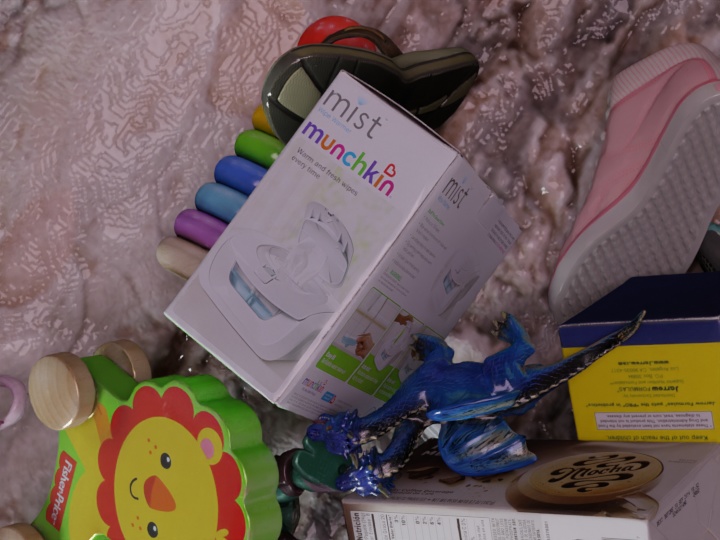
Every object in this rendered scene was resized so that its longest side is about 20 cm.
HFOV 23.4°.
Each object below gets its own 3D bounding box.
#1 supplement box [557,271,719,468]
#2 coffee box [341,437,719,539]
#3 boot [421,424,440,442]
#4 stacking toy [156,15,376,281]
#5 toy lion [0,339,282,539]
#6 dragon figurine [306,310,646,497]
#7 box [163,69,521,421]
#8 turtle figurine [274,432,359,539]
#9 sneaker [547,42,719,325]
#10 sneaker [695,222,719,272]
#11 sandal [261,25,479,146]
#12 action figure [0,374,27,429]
[{"bbox_3d":[0.207,0.111,1.062,0.109,0.109,0.202,-4,104,35],"label":"supplement box"},{"bbox_3d":[0.103,0.153,1.008,0.198,0.113,0.081,-2,104,35],"label":"coffee box"},{"bbox_3d":[0.083,0.176,1.128,0.096,0.074,0.200,-44,83,8],"label":"boot"},{"bbox_3d":[-0.053,-0.076,1.131,0.085,0.085,0.201,27,85,1],"label":"stacking toy"},{"bbox_3d":[-0.129,0.147,1.043,0.191,0.068,0.202,34,117,34],"label":"toy lion"},{"bbox_3d":[0.070,0.079,1.001,0.198,0.100,0.059,-8,125,17],"label":"dragon figurine"},{"bbox_3d":[0.000,0.000,1.057,0.096,0.200,0.177,36,91,20],"label":"box"},{"bbox_3d":[-0.080,0.146,1.092,0.100,0.199,0.152,-2,89,-36],"label":"turtle figurine"},{"bbox_3d":[0.182,-0.058,1.133,0.075,0.105,0.201,18,121,-22],"label":"sneaker"},{"bbox_3d":[0.250,0.069,1.126,0.091,0.078,0.202,-25,87,6],"label":"sneaker"},{"bbox_3d":[0.000,-0.118,1.085,0.057,0.200,0.080,50,119,18],"label":"sandal"},{"bbox_3d":[-0.284,0.183,1.136,0.148,0.133,0.202,-22,102,-39],"label":"action figure"}]
